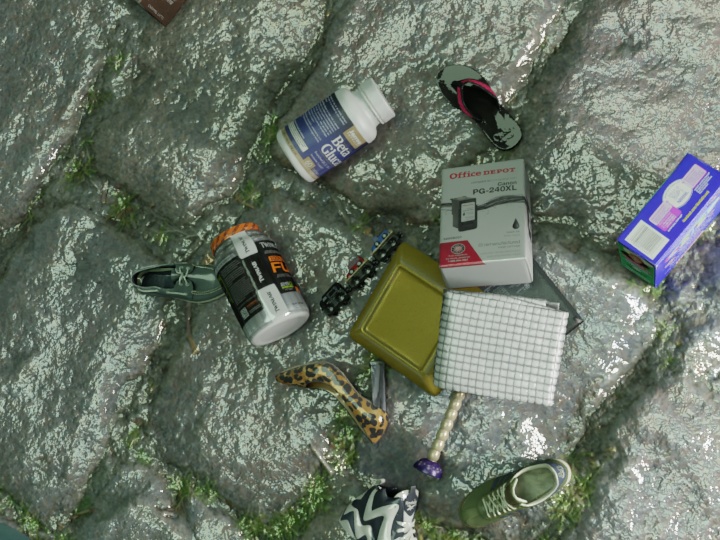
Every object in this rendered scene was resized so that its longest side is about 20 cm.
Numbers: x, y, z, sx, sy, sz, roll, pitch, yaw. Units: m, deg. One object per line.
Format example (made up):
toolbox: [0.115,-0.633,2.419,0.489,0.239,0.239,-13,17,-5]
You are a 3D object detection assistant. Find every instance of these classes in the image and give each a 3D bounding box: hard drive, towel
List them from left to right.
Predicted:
towel: [0.222,0.119,1.524,0.200,0.086,0.166,8,90,1]
hard drive: [0.260,0.050,1.601,0.140,0.033,0.200,-39,72,7]

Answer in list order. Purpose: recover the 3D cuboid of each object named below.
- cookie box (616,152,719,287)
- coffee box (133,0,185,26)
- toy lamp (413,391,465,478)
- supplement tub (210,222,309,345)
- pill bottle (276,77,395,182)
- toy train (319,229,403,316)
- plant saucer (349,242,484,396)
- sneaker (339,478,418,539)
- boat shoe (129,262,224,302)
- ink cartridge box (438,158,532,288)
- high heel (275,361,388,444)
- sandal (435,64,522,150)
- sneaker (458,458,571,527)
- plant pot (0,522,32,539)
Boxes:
cookie box: [0.481,-0.071,1.466,0.075,0.200,0.171,40,93,20]
coffee box: [-0.454,-0.592,1.889,0.200,0.114,0.080,41,94,18]
toy lamp: [0.149,0.246,1.588,0.058,0.058,0.200,21,86,19]
supplement tub: [-0.185,0.022,1.695,0.122,0.123,0.200,-32,74,10]
pill bottle: [-0.041,-0.257,1.705,0.200,0.111,0.111,-34,73,9]
toy train: [0.000,0.000,1.691,0.200,0.034,0.046,-46,59,6]
plant saucer: [0.093,0.082,1.619,0.200,0.048,0.200,33,101,22]
sneaker: [0.073,0.427,1.567,0.199,0.079,0.130,40,102,29]
boat shoe: [-0.337,0.020,1.773,0.200,0.062,0.073,0,81,17]
ink cartridge box: [0.209,-0.079,1.578,0.145,0.083,0.200,-6,59,16]
high heel: [-0.051,0.232,1.641,0.200,0.071,0.143,-3,73,7]
sandal: [0.210,-0.296,1.669,0.075,0.045,0.200,-42,72,6]
sneaker: [0.241,0.357,1.523,0.200,0.090,0.067,-28,75,11]
plant pot: [-0.660,0.563,1.744,0.200,0.141,0.141,37,92,26]
